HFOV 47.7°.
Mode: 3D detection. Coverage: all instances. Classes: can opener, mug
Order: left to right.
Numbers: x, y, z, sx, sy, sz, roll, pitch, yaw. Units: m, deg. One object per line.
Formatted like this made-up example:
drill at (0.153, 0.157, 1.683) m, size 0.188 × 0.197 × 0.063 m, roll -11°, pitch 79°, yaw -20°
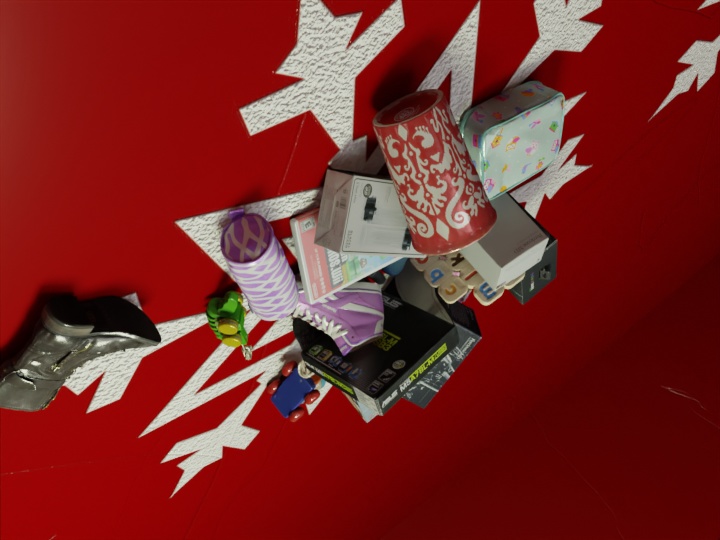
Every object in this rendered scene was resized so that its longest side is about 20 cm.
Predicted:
can opener at (0.000, 0.000, 1.405) m, size 0.053 × 0.066 × 0.200 m, roll -46°, pitch 162°, yaw 3°
mug at (0.096, -0.150, 1.175) m, size 0.132 × 0.178 × 0.202 m, roll -25°, pitch 117°, yaw 1°

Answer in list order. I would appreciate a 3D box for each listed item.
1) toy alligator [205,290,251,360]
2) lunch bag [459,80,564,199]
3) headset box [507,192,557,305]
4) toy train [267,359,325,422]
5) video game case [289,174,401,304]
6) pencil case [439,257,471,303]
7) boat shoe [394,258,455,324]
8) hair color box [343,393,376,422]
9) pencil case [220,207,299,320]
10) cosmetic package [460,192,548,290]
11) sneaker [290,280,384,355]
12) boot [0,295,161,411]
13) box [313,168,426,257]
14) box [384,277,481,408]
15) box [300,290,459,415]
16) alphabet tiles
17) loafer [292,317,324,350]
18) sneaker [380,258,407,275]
toy alligator at (-0.205, 0.088, 1.258) m, size 0.053 × 0.060 × 0.201 m, roll 5°, pitch 148°, yaw 3°
lunch bag at (0.248, -0.214, 1.363) m, size 0.198 × 0.077 × 0.162 m, roll -28°, pitch 138°, yaw -22°
headset box at (0.284, -0.051, 1.550) m, size 0.092 × 0.200 × 0.174 m, roll -38°, pitch 153°, yaw -5°
toy train at (-0.084, 0.189, 1.522) m, size 0.115 × 0.085 × 0.200 m, roll -31°, pitch 165°, yaw -46°
video game case at (-0.014, -0.051, 1.275) m, size 0.198 × 0.017 × 0.145 m, roll -27°, pitch 122°, yaw -29°
pencil case at (0.171, -0.005, 1.585) m, size 0.200 × 0.085 × 0.084 m, roll 64°, pitch 40°, yaw -61°
boat shoe at (0.120, 0.056, 1.453) m, size 0.073 × 0.201 × 0.060 m, roll -31°, pitch 148°, yaw 5°
hair color box at (-0.006, 0.237, 1.701) m, size 0.060 × 0.099 × 0.201 m, roll -37°, pitch 154°, yaw -9°
pencil case at (-0.141, -0.002, 1.164) m, size 0.083 × 0.087 × 0.201 m, roll -13°, pitch 152°, yaw -1°
cosmetic package at (0.218, -0.078, 1.415) m, size 0.112 × 0.200 × 0.082 m, roll -33°, pitch 153°, yaw -18°
sneaker at (-0.055, 0.078, 1.307) m, size 0.197 × 0.116 × 0.073 m, roll 0°, pitch 160°, yaw -13°
boot at (-0.376, 0.115, 1.054) m, size 0.174 × 0.070 × 0.199 m, roll -48°, pitch 146°, yaw 19°
box at (0.029, -0.083, 1.231) m, size 0.198 × 0.060 × 0.118 m, roll 0°, pitch 104°, yaw -46°
box at (0.102, 0.134, 1.583) m, size 0.181 × 0.105 × 0.201 m, roll 28°, pitch 114°, yaw -18°
box at (0.031, 0.128, 1.355) m, size 0.193 × 0.199 × 0.048 m, roll -40°, pitch 131°, yaw -23°
alphabet tiles at (0.195, -0.035, 1.451) m, size 0.195 × 0.200 × 0.015 m, roll -36°, pitch 156°, yaw -13°
loafer at (-0.051, 0.119, 1.477) m, size 0.067 × 0.071 × 0.200 m, roll -17°, pitch 166°, yaw 32°
sneaker at (0.080, -0.053, 1.388) m, size 0.078 × 0.090 × 0.201 m, roll -23°, pitch 150°, yaw -32°
